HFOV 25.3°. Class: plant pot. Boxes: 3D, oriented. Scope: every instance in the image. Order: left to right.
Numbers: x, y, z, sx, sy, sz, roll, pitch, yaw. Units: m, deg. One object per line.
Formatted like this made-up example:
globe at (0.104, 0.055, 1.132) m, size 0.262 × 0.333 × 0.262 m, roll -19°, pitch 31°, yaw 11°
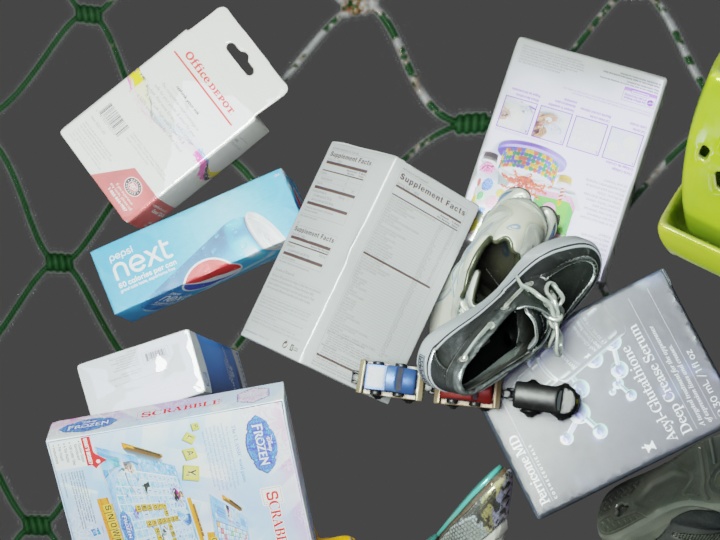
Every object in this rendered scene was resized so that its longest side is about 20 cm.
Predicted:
plant pot at (0.373, -0.083, 1.380) m, size 0.200 × 0.199 × 0.182 m, roll 26°, pitch 121°, yaw 11°

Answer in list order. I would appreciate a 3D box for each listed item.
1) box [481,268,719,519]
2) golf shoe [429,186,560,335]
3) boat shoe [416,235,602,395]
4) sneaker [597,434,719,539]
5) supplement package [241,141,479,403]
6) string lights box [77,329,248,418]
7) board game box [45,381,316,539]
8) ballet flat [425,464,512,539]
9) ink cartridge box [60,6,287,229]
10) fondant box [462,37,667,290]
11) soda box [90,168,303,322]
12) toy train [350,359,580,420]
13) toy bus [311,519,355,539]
box at (0.214, 0.112, 1.433) m, size 0.200 × 0.107 × 0.149 m, roll -28°, pitch 80°, yaw 4°
golf shoe at (0.103, 0.021, 1.433) m, size 0.078 × 0.097 × 0.200 m, roll 27°, pitch 122°, yaw 10°
boat shoe at (0.139, 0.038, 1.342) m, size 0.199 × 0.068 × 0.074 m, roll -30°, pitch 115°, yaw -26°
sneaker at (0.313, 0.206, 1.387) m, size 0.199 × 0.114 × 0.076 m, roll -35°, pitch 36°, yaw 39°
supplement package at (0.000, 0.000, 1.457) m, size 0.109 × 0.114 × 0.200 m, roll 19°, pitch 82°, yaw 55°
string lights box at (-0.170, 0.103, 1.441) m, size 0.103 × 0.200 × 0.059 m, roll -18°, pitch 80°, yaw 5°
board game box at (-0.143, 0.206, 1.351) m, size 0.199 × 0.041 × 0.200 m, roll -9°, pitch 110°, yaw 1°
ballet flat at (0.087, 0.249, 1.424) m, size 0.072 × 0.072 × 0.200 m, roll 49°, pitch 124°, yaw 11°
ink cartridge box at (-0.171, -0.146, 1.544) m, size 0.200 × 0.067 × 0.117 m, roll -38°, pitch 79°, yaw 3°
fondant box at (0.186, -0.099, 1.492) m, size 0.144 × 0.058 × 0.200 m, roll 18°, pitch 84°, yaw 11°
soda box at (-0.147, -0.023, 1.525) m, size 0.200 × 0.064 × 0.068 m, roll -24°, pitch 79°, yaw 5°
toy train at (0.088, 0.102, 1.376) m, size 0.200 × 0.046 × 0.034 m, roll 6°, pitch 84°, yaw 11°
toy bus at (-0.095, 0.276, 1.455) m, size 0.200 × 0.078 × 0.065 m, roll -14°, pitch 125°, yaw 9°
